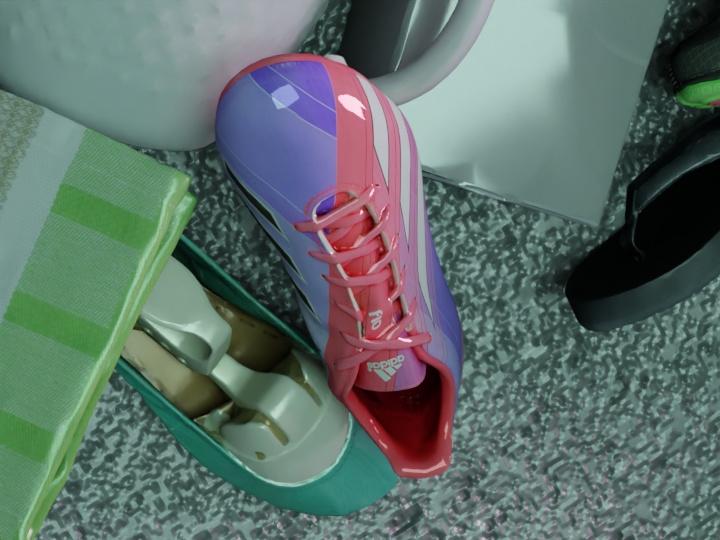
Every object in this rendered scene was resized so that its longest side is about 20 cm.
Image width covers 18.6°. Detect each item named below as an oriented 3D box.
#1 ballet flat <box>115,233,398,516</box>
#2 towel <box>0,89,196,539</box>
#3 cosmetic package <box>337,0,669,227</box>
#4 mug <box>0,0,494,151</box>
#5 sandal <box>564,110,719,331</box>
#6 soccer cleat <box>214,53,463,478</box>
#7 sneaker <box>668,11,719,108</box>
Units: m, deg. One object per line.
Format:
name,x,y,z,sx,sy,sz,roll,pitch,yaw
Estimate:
ballet flat,-0.056,0.037,0.858,0.200,0.070,0.067,40,83,-18
towel,-0.170,-0.005,0.772,0.199,0.031,0.150,25,90,14
cosmetic package,0.065,-0.127,0.863,0.106,0.090,0.201,18,95,-18
mug,-0.045,-0.131,0.787,0.199,0.148,0.176,21,106,3
sandal,0.156,-0.051,0.904,0.200,0.076,0.043,-41,106,-8
soccer cleat,0.000,0.000,0.794,0.066,0.077,0.200,-18,144,3
sneaker,0.183,-0.148,0.905,0.084,0.077,0.200,41,75,-12
